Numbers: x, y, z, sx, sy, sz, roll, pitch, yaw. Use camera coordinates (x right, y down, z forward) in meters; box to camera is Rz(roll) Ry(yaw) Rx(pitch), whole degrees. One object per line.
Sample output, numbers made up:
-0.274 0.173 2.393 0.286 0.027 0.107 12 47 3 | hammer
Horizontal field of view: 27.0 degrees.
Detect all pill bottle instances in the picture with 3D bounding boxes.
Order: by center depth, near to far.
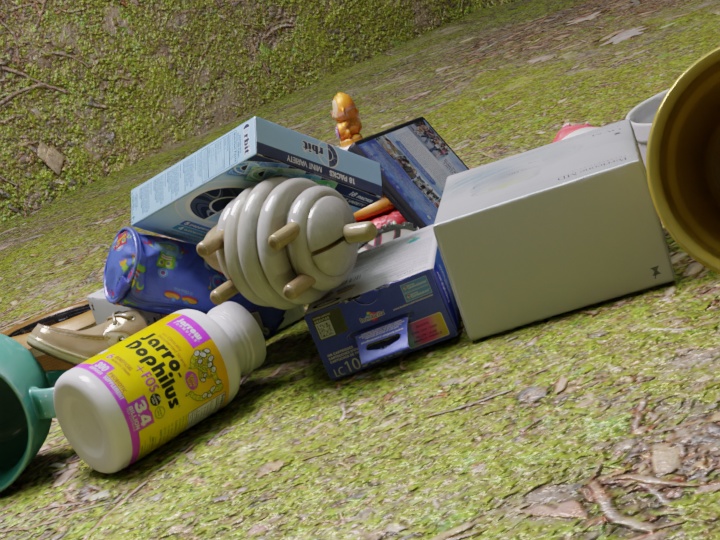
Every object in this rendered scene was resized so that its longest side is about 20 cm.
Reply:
-0.186 0.103 1.430 0.199 0.105 0.104 -31 17 -38 | pill bottle

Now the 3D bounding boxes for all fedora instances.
-0.345 0.091 1.764 0.199 0.083 0.201 -18 8 3 | fedora

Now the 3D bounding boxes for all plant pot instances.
0.349 -0.094 1.279 0.199 0.203 0.189 -16 -1 15 | plant pot

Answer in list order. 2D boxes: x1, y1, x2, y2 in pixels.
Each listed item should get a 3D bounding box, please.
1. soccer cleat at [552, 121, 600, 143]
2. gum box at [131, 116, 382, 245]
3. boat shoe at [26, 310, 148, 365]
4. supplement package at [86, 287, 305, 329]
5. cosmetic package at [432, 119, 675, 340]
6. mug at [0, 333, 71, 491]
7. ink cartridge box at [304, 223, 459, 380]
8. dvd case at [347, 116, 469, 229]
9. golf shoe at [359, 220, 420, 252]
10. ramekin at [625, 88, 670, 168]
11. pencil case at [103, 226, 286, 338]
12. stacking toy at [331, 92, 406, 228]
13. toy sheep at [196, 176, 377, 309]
0.319 -0.147 1.820 0.198 0.067 0.077 -3 52 36 | soccer cleat
-0.106 -0.077 1.517 0.169 0.045 0.199 17 -30 -41 | gum box
-0.236 0.070 1.520 0.198 0.066 0.072 11 2 -20 | boat shoe
-0.181 0.040 1.664 0.199 0.111 0.113 -27 15 -30 | supplement package
0.185 -0.044 1.441 0.197 0.124 0.200 -17 15 12 | cosmetic package
-0.365 0.141 1.478 0.183 0.153 0.114 19 15 0 | mug
0.025 0.032 1.462 0.135 0.077 0.200 -21 12 11 | ink cartridge box
0.076 -0.114 1.806 0.018 0.143 0.200 -45 -8 30 | dvd case
0.000 0.000 1.645 0.199 0.089 0.077 -14 -10 -46 | golf shoe
0.386 -0.140 1.563 0.198 0.106 0.200 -19 14 5 | ramekin
-0.165 0.018 1.554 0.198 0.078 0.087 16 36 -27 | pencil case
0.003 -0.119 1.827 0.109 0.202 0.116 -18 11 3 | stacking toy
-0.069 -0.025 1.417 0.198 0.139 0.138 0 22 34 | toy sheep
